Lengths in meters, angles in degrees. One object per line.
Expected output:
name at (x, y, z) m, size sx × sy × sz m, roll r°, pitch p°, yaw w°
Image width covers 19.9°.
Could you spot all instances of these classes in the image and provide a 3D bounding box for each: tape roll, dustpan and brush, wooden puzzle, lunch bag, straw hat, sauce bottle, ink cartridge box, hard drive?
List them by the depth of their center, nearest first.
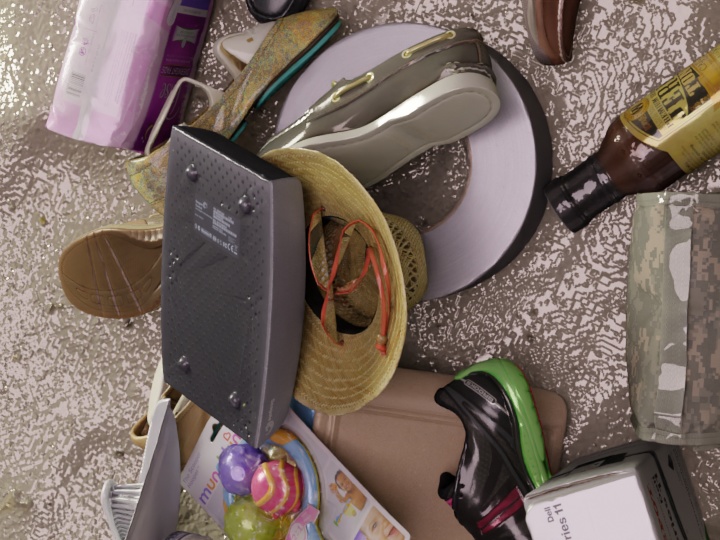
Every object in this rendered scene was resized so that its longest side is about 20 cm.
lunch bag at (0.233, 0.029, 1.379) m, size 0.116 × 0.200 × 0.166 m, roll 4°, pitch 93°, yaw 17°
ink cartridge box at (0.186, 0.199, 1.401) m, size 0.082 × 0.200 × 0.148 m, roll -18°, pitch 88°, yaw 16°
straw hat at (0.000, 0.000, 1.432) m, size 0.200 × 0.085 × 0.203 m, roll 24°, pitch 121°, yaw 47°
hard drive at (-0.090, 0.008, 1.445) m, size 0.135 × 0.042 × 0.202 m, roll 30°, pitch 124°, yaw 45°
sauce bottle at (0.220, -0.098, 1.447) m, size 0.199 × 0.065 × 0.065 m, roll -36°, pitch 83°, yaw 14°
tape roll at (0.038, -0.078, 1.502) m, size 0.198 × 0.066 × 0.203 m, roll 1°, pitch 92°, yaw 17°
wooden puzzle at (0.048, 0.176, 1.507) m, size 0.183 × 0.037 × 0.202 m, roll 8°, pitch 91°, yaw -5°
dustpan and brush at (-0.170, 0.201, 1.535) m, size 0.057 × 0.201 × 0.141 m, roll 7°, pitch 53°, yaw 11°

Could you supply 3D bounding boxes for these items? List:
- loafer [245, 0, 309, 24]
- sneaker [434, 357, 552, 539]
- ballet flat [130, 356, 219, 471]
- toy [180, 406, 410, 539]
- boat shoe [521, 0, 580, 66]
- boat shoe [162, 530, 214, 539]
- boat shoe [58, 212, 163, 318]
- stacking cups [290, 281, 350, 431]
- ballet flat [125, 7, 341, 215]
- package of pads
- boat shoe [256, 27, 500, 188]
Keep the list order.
loafer at (-0.059, -0.282, 1.518) m, size 0.067 × 0.070 × 0.203 m, roll 9°, pitch 96°, yaw 15°
sneaker at (0.100, 0.166, 1.461) m, size 0.083 × 0.077 × 0.202 m, roll -14°, pitch 84°, yaw 3°
ballet flat at (-0.111, 0.060, 1.547) m, size 0.063 × 0.069 × 0.201 m, roll 23°, pitch 102°, yaw -22°
toy at (-0.062, 0.171, 1.473) m, size 0.200 × 0.047 × 0.116 m, roll 42°, pitch 113°, yaw 30°
boat shoe at (0.154, -0.246, 1.456) m, size 0.071 × 0.076 × 0.202 m, roll 5°, pitch 96°, yaw 14°
boat shoe at (-0.082, 0.275, 1.513) m, size 0.069 × 0.071 × 0.201 m, roll 2°, pitch 125°, yaw 40°
boat shoe at (-0.143, -0.010, 1.563) m, size 0.199 × 0.064 × 0.072 m, roll -11°, pitch 96°, yaw 33°
stacking cups at (-0.039, 0.107, 1.533) m, size 0.060 × 0.060 × 0.202 m, roll 4°, pitch 96°, yaw 16°
ballet flat at (-0.097, -0.131, 1.499) m, size 0.071 × 0.071 × 0.200 m, roll 39°, pitch 85°, yaw 11°
package of pads at (-0.161, -0.188, 1.528) m, size 0.075 × 0.120 × 0.202 m, roll 18°, pitch 97°, yaw 15°
boat shoe at (0.007, -0.107, 1.444) m, size 0.200 × 0.072 × 0.061 m, roll -23°, pitch 57°, yaw 27°
